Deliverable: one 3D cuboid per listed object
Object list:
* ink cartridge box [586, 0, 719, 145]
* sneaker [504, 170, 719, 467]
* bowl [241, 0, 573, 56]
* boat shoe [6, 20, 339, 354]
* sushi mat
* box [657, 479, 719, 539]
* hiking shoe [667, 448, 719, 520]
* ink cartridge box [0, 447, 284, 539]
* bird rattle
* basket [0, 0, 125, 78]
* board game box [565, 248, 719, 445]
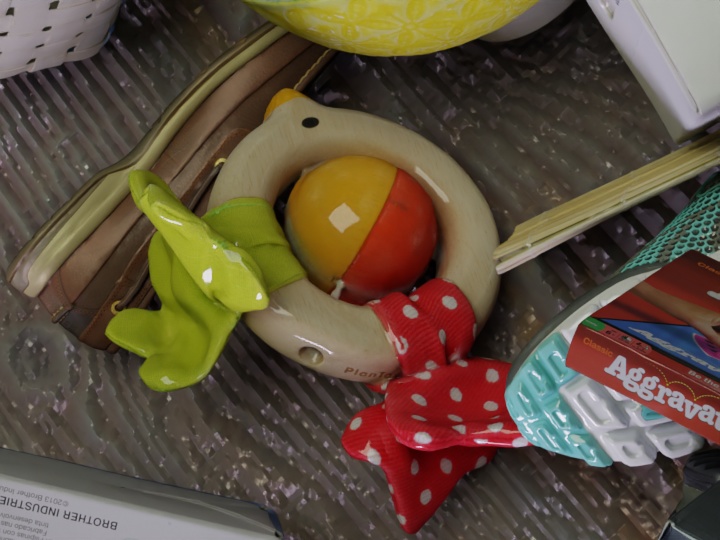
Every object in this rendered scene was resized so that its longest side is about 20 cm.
[{"bbox_3d":[0.187,-0.136,0.777,0.200,0.145,0.088,-29,86,4],"label":"ink cartridge box"},{"bbox_3d":[0.142,0.004,0.805,0.200,0.091,0.078,-30,108,-3],"label":"sneaker"},{"bbox_3d":[0.044,-0.160,0.874,0.200,0.108,0.201,-28,40,27],"label":"bowl"},{"bbox_3d":[-0.069,-0.046,0.937,0.200,0.072,0.068,-45,95,-3],"label":"boat shoe"},{"bbox_3d":[0.146,-0.050,0.825,0.200,0.096,0.012,-26,92,15],"label":"sushi mat"},{"bbox_3d":[0.201,0.120,0.635,0.200,0.158,0.051,29,116,23],"label":"box"},{"bbox_3d":[0.195,0.148,0.759,0.200,0.076,0.101,31,110,25],"label":"hiking shoe"},{"bbox_3d":[-0.120,0.183,0.833,0.136,0.076,0.201,13,90,-4],"label":"ink cartridge box"},{"bbox_3d":[0.000,0.000,0.853,0.199,0.113,0.163,20,54,3],"label":"bird rattle"},{"bbox_3d":[-0.176,-0.200,0.967,0.139,0.176,0.201,-19,83,-23],"label":"basket"},{"bbox_3d":[0.175,0.054,0.672,0.200,0.103,0.020,27,115,21],"label":"board game box"}]
